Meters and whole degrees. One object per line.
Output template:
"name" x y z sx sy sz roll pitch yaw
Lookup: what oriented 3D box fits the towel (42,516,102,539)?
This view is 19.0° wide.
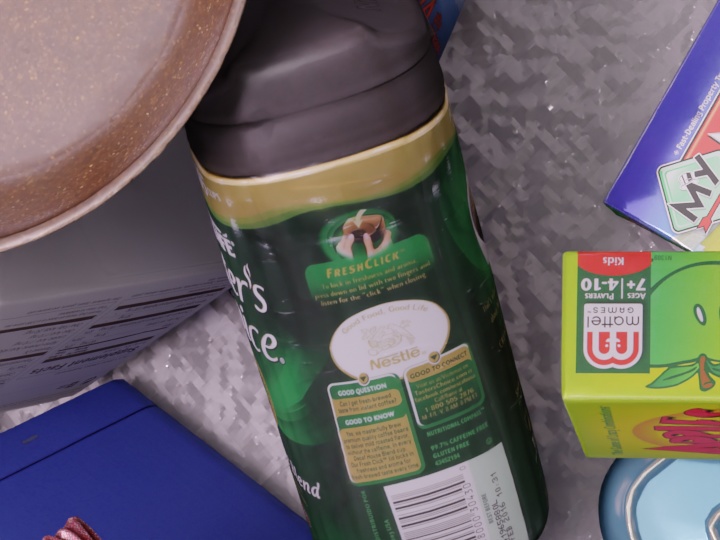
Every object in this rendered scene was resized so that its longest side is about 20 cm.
"towel" -0.059 0.180 0.680 0.144 0.023 0.200 36 137 16

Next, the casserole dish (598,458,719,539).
"casserole dish" 0.158 0.117 0.726 0.121 0.039 0.200 -33 74 12

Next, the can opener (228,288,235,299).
"can opener" -0.035 -0.091 0.807 0.078 0.063 0.201 -11 78 4

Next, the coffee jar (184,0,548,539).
"coffee jar" 0.000 0.000 0.712 0.085 0.104 0.201 -16 115 0

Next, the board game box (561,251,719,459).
"board game box" 0.166 0.028 0.665 0.199 0.102 0.048 0 76 10

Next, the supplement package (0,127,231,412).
"supplement package" -0.155 -0.056 0.755 0.111 0.156 0.200 -34 78 29

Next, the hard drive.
"hard drive" -0.054 0.120 0.751 0.200 0.132 0.025 36 122 20

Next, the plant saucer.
"plant saucer" -0.123 -0.100 0.642 0.200 0.037 0.201 -1 83 11

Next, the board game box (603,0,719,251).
"board game box" 0.192 -0.077 0.746 0.134 0.029 0.200 30 93 19

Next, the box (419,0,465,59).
"box" 0.012 -0.175 0.713 0.038 0.200 0.137 15 67 21
